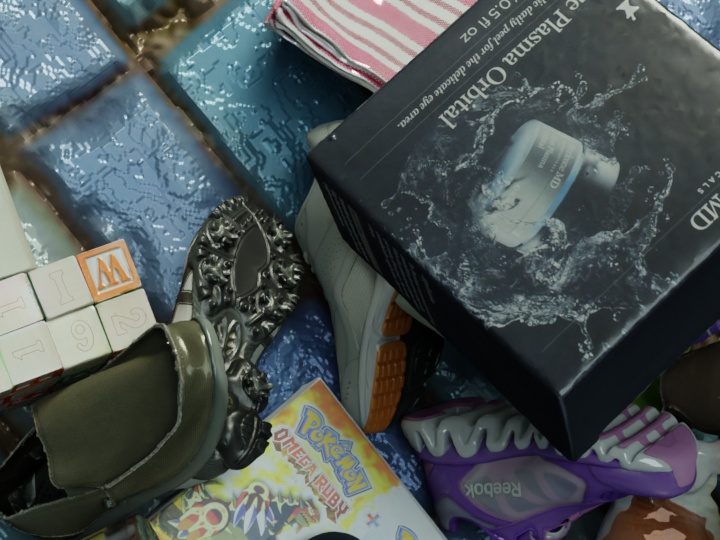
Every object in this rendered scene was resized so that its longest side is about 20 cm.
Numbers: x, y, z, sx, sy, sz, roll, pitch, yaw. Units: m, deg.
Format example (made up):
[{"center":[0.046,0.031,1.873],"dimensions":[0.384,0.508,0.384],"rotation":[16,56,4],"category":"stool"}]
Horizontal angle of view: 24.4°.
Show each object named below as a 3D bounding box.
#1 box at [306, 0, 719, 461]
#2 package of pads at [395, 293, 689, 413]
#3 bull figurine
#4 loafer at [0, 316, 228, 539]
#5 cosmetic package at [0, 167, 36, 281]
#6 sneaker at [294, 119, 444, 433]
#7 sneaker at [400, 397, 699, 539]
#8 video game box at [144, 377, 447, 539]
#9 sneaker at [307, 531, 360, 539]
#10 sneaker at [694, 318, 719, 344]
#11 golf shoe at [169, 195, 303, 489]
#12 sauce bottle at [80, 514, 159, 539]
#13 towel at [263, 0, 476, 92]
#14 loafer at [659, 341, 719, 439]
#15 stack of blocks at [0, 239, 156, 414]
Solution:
[{"center":[0.113,-0.043,0.904],"dimensions":[0.197,0.118,0.200],"rotation":[-43,66,-8],"category":"box"},{"center":[0.132,0.000,1.047],"dimensions":[0.200,0.068,0.155],"rotation":[36,69,-31],"category":"package of pads"},{"center":[0.180,0.194,1.023],"dimensions":[0.121,0.065,0.200],"rotation":[32,99,-11],"category":"bull figurine"},{"center":[-0.141,0.094,0.907],"dimensions":[0.069,0.200,0.075],"rotation":[8,48,-39],"category":"loafer"},{"center":[-0.256,-0.072,0.962],"dimensions":[0.073,0.104,0.201],"rotation":[-20,83,-19],"category":"cosmetic package"},{"center":[0.000,0.000,1.045],"dimensions":[0.076,0.092,0.201],"rotation":[-1,97,-56],"category":"sneaker"},{"center":[0.115,0.127,0.996],"dimensions":[0.080,0.200,0.089],"rotation":[-11,97,-47],"category":"sneaker"},{"center":[-0.034,0.198,0.997],"dimensions":[0.182,0.047,0.200],"rotation":[-39,91,-22],"category":"video game box"},{"center":[-0.028,0.250,0.939],"dimensions":[0.066,0.079,0.201],"rotation":[4,59,7],"category":"sneaker"},{"center":[0.226,-0.018,1.011],"dimensions":[0.081,0.083,0.200],"rotation":[56,38,-22],"category":"sneaker"},{"center":[-0.094,0.042,1.001],"dimensions":[0.078,0.094,0.201],"rotation":[32,44,-21],"category":"golf shoe"},{"center":[-0.196,0.206,0.917],"dimensions":[0.199,0.065,0.065],"rotation":[-27,86,1],"category":"sauce bottle"},{"center":[0.032,-0.188,1.077],"dimensions":[0.146,0.030,0.200],"rotation":[29,50,-9],"category":"towel"},{"center":[0.233,0.071,1.046],"dimensions":[0.071,0.200,0.073],"rotation":[5,81,22],"category":"loafer"},{"center":[-0.222,0.053,0.937],"dimensions":[0.199,0.115,0.059],"rotation":[-20,84,-19],"category":"stack of blocks"}]
